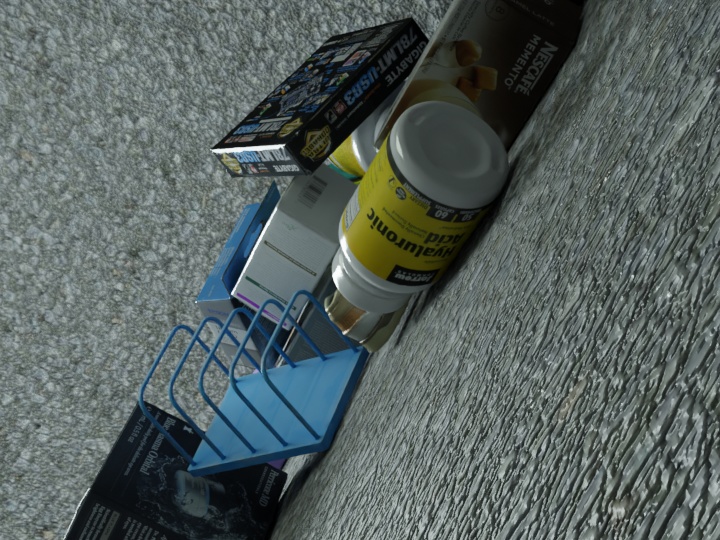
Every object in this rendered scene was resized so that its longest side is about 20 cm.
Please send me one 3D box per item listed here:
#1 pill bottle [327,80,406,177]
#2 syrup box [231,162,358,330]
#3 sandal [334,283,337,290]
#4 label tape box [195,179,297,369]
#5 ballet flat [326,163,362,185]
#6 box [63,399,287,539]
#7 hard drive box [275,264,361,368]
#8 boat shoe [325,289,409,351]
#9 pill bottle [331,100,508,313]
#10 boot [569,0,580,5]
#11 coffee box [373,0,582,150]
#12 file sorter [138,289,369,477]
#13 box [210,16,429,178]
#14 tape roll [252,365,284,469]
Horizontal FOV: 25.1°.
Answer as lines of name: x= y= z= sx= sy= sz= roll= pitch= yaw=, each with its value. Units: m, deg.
pill bottle: x=0.030 y=-0.150 z=1.751 sx=0.113 sy=0.112 sz=0.200 roll=-61 pitch=20 yaw=-1
syrup box: x=-0.067 y=-0.026 z=1.722 sx=0.079 sy=0.081 sz=0.200 roll=-59 pitch=2 yaw=-34
sandal: x=0.000 y=0.000 z=1.755 sx=0.082 sy=0.054 sz=0.200 roll=-59 pitch=-16 yaw=-30
label tape box: x=-0.127 y=0.003 z=1.881 sx=0.145 sy=0.063 sz=0.200 roll=-64 pitch=-27 yaw=-27
ballet flat: x=0.046 y=-0.114 z=1.891 sx=0.199 sy=0.067 sz=0.067 roll=-17 pitch=36 yaw=12
box: x=-0.207 y=0.275 z=1.807 sx=0.118 sy=0.199 sz=0.197 roll=-61 pitch=4 yaw=27
hard drive box: x=-0.018 y=0.038 z=1.920 sx=0.201 sy=0.076 sz=0.156 roll=-60 pitch=5 yaw=18
boat shoe: x=0.025 y=-0.016 z=1.627 sx=0.075 sy=0.068 sz=0.201 roll=-45 pitch=17 yaw=48
pill bottle: x=0.046 y=-0.050 z=1.460 sx=0.200 sy=0.111 sz=0.112 roll=-58 pitch=5 yaw=48
boot: x=0.216 y=-0.344 z=1.546 sx=0.158 sy=0.079 sz=0.212 roll=-37 pitch=37 yaw=41
coffee box: x=0.110 y=-0.180 z=1.519 sx=0.200 sy=0.114 sz=0.080 roll=-58 pitch=5 yaw=35
file sorter: x=-0.119 y=0.118 z=1.736 sx=0.199 sy=0.123 sz=0.139 roll=-16 pitch=35 yaw=37
box: x=-0.042 y=-0.178 z=1.700 sx=0.199 sy=0.050 sz=0.200 roll=-47 pitch=20 yaw=-19
tape roll: x=-0.141 y=0.226 z=2.148 sx=0.201 sy=0.085 sz=0.200 roll=-60 pitch=4 yaw=7
